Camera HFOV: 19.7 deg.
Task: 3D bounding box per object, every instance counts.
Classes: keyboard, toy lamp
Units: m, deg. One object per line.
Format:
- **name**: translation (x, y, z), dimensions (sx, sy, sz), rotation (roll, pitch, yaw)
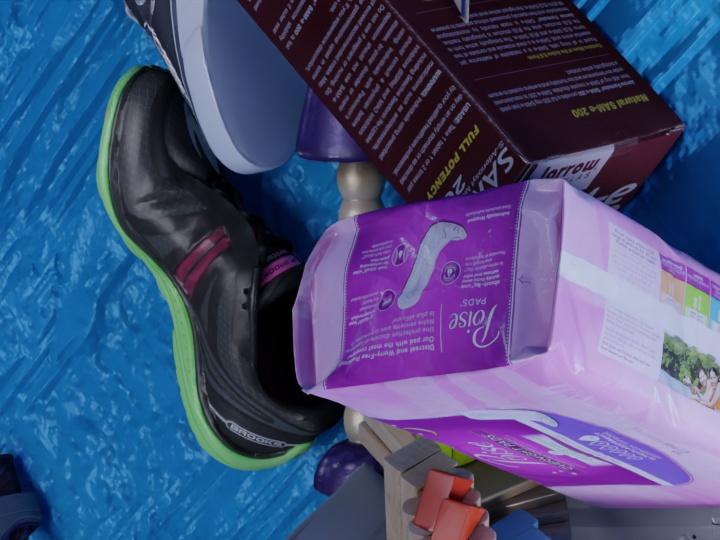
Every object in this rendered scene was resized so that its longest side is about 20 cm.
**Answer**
- **keyboard**: translation (0.087, 0.095, 0.909), dimensions (0.200, 0.011, 0.056), rotation (-6, 91, 42)
- **toy lamp**: translation (0.000, 0.000, 0.925), dimensions (0.058, 0.058, 0.200), rotation (7, 101, 40)

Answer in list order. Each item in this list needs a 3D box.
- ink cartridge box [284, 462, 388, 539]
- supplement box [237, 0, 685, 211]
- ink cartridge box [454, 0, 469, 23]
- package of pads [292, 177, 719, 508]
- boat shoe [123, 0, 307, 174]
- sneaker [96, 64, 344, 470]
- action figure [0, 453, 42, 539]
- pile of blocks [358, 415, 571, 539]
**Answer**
- **ink cartridge box**: translation (0.028, 0.205, 0.900), dimensions (0.200, 0.088, 0.145), rotation (37, 125, 6)
- **supplement box**: translation (0.026, -0.102, 0.846), dimensions (0.200, 0.109, 0.061), rotation (51, 129, 21)
- **ink cartridge box**: translation (0.017, -0.202, 0.814), dimensions (0.099, 0.039, 0.200), rotation (89, 159, -58)
- **package of pads**: translation (0.083, 0.035, 0.771), dimensions (0.120, 0.200, 0.076), rotation (-11, 65, 41)
- **boat shoe**: translation (-0.080, -0.137, 0.955), dimensions (0.068, 0.072, 0.200), rotation (-18, 86, 40)
- **sneaker**: translation (-0.059, -0.006, 0.976), dimensions (0.084, 0.077, 0.200), rotation (-17, 99, 35)
- **action figure**: translation (-0.179, 0.203, 1.130), dimensions (0.200, 0.069, 0.130), rotation (53, 124, 14)
- **pile of blocks**: translation (0.046, 0.094, 0.828), dimensions (0.200, 0.082, 0.062), rotation (-99, 5, -52)
